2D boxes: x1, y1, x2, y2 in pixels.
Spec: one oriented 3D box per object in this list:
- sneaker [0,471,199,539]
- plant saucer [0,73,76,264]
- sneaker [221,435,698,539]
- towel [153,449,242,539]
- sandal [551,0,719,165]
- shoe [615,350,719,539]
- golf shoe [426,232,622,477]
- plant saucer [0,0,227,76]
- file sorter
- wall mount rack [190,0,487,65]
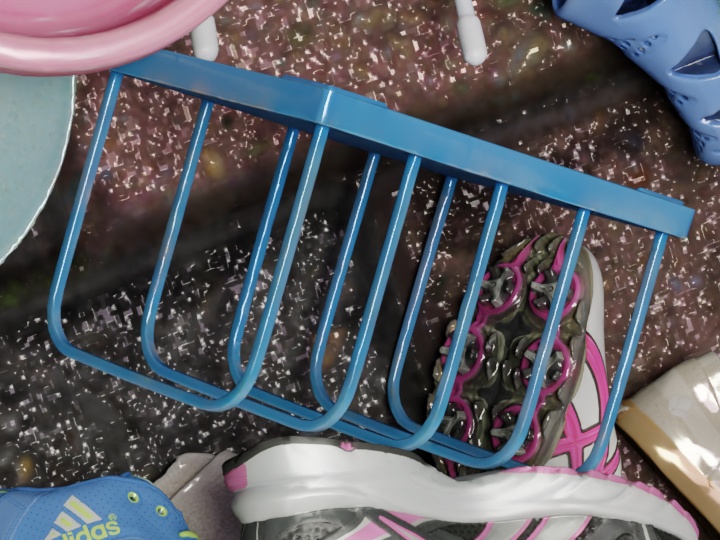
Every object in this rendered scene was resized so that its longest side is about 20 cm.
[{"bbox_3d":[-0.067,0.130,1.078,0.199,0.076,0.106,14,65,-1],"label":"sneaker"},{"bbox_3d":[-0.210,-0.074,1.086,0.200,0.039,0.202,-1,92,-20],"label":"plant saucer"},{"bbox_3d":[0.035,0.118,1.073,0.199,0.080,0.087,8,77,-26],"label":"sneaker"},{"bbox_3d":[-0.048,0.178,1.118,0.132,0.035,0.200,-36,77,-15],"label":"towel"},{"bbox_3d":[0.118,-0.124,1.175,0.087,0.080,0.201,-19,126,8],"label":"sandal"},{"bbox_3d":[0.187,0.121,1.228,0.053,0.070,0.200,-41,104,-7],"label":"shoe"},{"bbox_3d":[0.074,0.086,1.193,0.092,0.072,0.201,13,86,-49],"label":"golf shoe"},{"bbox_3d":[-0.124,-0.167,1.042,0.199,0.051,0.202,3,80,-20],"label":"plant saucer"},{"bbox_3d":[0.000,0.000,1.087,0.199,0.138,0.123,15,92,-42],"label":"file sorter"},{"bbox_3d":[-0.013,-0.174,1.138,0.199,0.075,0.175,-1,101,-20],"label":"wall mount rack"}]
